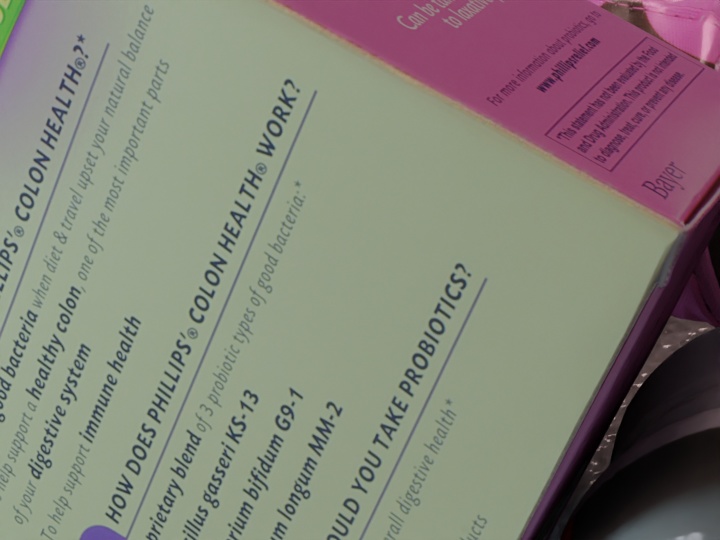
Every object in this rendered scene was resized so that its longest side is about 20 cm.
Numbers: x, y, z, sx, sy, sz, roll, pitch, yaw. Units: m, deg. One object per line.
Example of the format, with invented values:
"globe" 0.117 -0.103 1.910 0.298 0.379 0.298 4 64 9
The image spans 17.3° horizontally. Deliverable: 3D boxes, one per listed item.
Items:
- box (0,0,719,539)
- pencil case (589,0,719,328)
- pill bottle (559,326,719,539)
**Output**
"box" -0.036 0.000 0.555 0.199 0.177 0.097 29 27 9
"pencil case" 0.028 -0.051 0.634 0.199 0.094 0.091 17 22 32
"pill bottle" 0.089 0.099 0.494 0.113 0.114 0.200 -5 28 15
